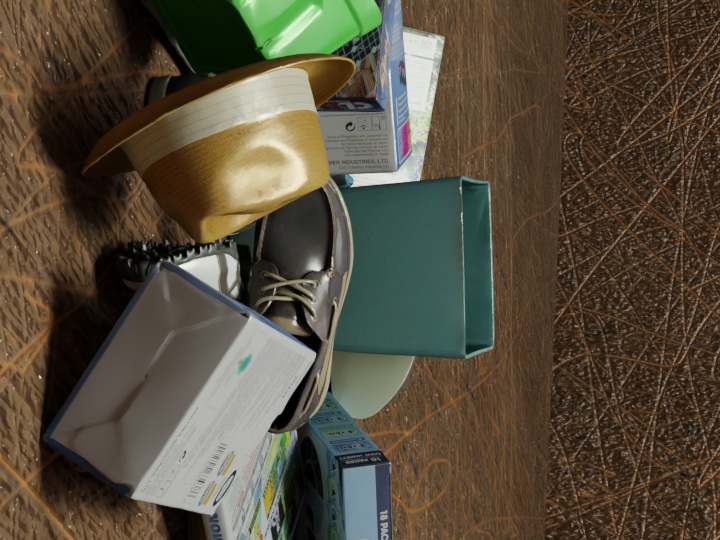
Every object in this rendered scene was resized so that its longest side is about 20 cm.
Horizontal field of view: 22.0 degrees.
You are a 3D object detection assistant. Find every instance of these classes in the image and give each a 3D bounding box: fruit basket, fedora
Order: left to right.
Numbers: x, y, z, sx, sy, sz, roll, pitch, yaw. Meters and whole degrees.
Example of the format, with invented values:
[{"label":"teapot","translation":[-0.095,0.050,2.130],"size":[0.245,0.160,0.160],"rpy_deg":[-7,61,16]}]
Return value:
[{"label":"fedora","translation":[-0.080,-0.071,1.186],"size":[0.082,0.200,0.201],"rpy_deg":[67,12,5]},{"label":"fruit basket","translation":[-0.071,-0.257,1.281],"size":[0.215,0.155,0.217],"rpy_deg":[-16,112,-46]}]

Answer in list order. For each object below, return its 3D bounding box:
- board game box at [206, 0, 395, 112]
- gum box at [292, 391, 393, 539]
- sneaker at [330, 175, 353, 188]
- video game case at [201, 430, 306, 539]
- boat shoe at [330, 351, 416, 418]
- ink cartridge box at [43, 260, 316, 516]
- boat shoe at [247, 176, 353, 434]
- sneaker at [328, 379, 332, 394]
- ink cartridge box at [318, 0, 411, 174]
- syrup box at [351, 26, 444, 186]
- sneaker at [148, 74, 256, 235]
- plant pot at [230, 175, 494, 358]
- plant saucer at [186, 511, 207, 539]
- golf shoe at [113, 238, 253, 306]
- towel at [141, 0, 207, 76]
[{"label":"board game box","translation":[-0.040,-0.221,1.399],"size":[0.035,0.135,0.201],"rpy_deg":[45,49,-72]},{"label":"gum box","translation":[-0.020,0.209,1.550],"size":[0.200,0.044,0.171],"rpy_deg":[-140,-134,-68]},{"label":"sneaker","translation":[-0.032,-0.132,1.650],"size":[0.200,0.082,0.073],"rpy_deg":[-80,160,-44]},{"label":"video game case","translation":[-0.082,0.159,1.423],"size":[0.200,0.022,0.183],"rpy_deg":[-73,158,-56]},{"label":"boat shoe","translation":[0.027,0.032,1.615],"size":[0.063,0.071,0.201],"rpy_deg":[-16,122,-79]},{"label":"ink cartridge box","translation":[-0.108,0.083,1.206],"size":[0.137,0.076,0.200],"rpy_deg":[-56,162,-2]},{"label":"boat shoe","translation":[-0.044,0.025,1.316],"size":[0.073,0.074,0.201],"rpy_deg":[-81,173,-72]},{"label":"sneaker","translation":[-0.019,0.017,1.675],"size":[0.115,0.075,0.201],"rpy_deg":[-12,111,-60]},{"label":"ink cartridge box","translation":[-0.035,-0.181,1.487],"size":[0.076,0.136,0.201],"rpy_deg":[-63,150,-70]},{"label":"syrup box","translation":[0.013,-0.127,1.718],"size":[0.081,0.078,0.201],"rpy_deg":[-164,-96,-68]},{"label":"sneaker","translation":[-0.080,-0.081,1.387],"size":[0.200,0.106,0.075],"rpy_deg":[58,33,-65]},{"label":"plant pot","translation":[0.000,0.000,1.518],"size":[0.141,0.199,0.142],"rpy_deg":[-4,92,-76]},{"label":"plant saucer","translation":[-0.098,0.187,1.460],"size":[0.200,0.029,0.201],"rpy_deg":[-1,90,-76]},{"label":"golf shoe","translation":[-0.116,0.025,1.293],"size":[0.200,0.077,0.095],"rpy_deg":[15,74,-75]},{"label":"towel","translation":[-0.129,-0.257,1.375],"size":[0.146,0.030,0.201],"rpy_deg":[57,37,-66]}]
